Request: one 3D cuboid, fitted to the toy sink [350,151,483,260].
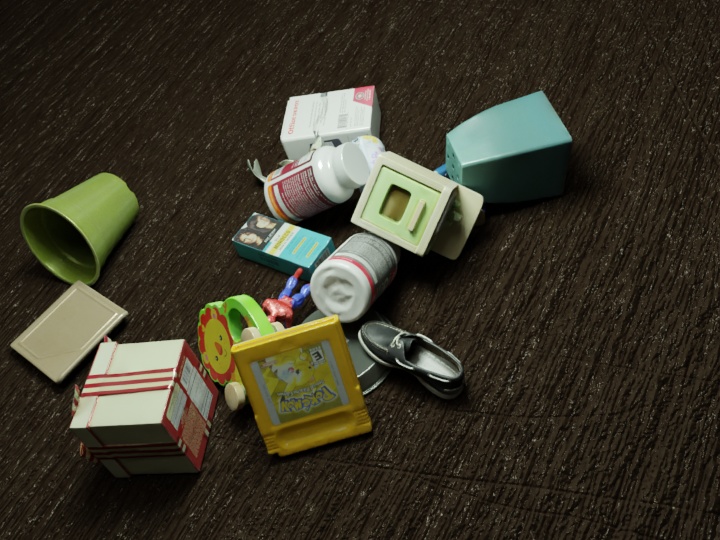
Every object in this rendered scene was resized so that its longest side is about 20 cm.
[{"bbox_3d":[0.103,-0.107,1.459,0.198,0.132,0.112,27,15,7],"label":"toy sink"}]

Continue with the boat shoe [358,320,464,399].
[{"bbox_3d":[0.082,0.133,1.338,0.199,0.061,0.074,34,60,22],"label":"boat shoe"}]

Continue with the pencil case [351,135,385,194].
[{"bbox_3d":[0.031,-0.182,1.642,0.082,0.091,0.202,-19,47,0],"label":"pencil case"}]

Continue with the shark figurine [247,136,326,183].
[{"bbox_3d":[-0.135,-0.202,1.744,0.212,0.130,0.089,-10,18,33],"label":"shark figurine"}]

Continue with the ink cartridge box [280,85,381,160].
[{"bbox_3d":[-0.061,-0.311,1.790,0.196,0.085,0.146,-5,48,13],"label":"ink cartridge box"}]

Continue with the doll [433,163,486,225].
[{"bbox_3d":[0.197,-0.174,1.605,0.134,0.049,0.202,-1,48,6],"label":"doll"}]

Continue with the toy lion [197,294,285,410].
[{"bbox_3d":[-0.215,0.121,1.399,0.068,0.202,0.192,-11,47,-37],"label":"toy lion"}]

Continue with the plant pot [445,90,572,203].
[{"bbox_3d":[0.263,-0.212,1.527,0.197,0.142,0.143,-15,52,-7],"label":"plant pot"}]

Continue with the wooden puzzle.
[{"bbox_3d":[-0.568,0.120,1.620,0.198,0.037,0.185,22,60,38],"label":"wooden puzzle"}]

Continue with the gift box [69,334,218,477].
[{"bbox_3d":[-0.362,0.213,1.358,0.183,0.202,0.186,-6,43,15],"label":"gift box"}]

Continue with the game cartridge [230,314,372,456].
[{"bbox_3d":[-0.089,0.185,1.291,0.173,0.203,0.033,-16,18,4],"label":"game cartridge"}]

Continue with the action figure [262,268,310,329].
[{"bbox_3d":[-0.134,0.077,1.461,0.064,0.100,0.200,24,22,7],"label":"action figure"}]

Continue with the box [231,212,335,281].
[{"bbox_3d":[-0.149,-0.046,1.611,0.198,0.050,0.083,19,58,31],"label":"box"}]

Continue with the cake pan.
[{"bbox_3d":[-0.035,0.132,1.424,0.197,0.037,0.202,-10,47,10],"label":"cake pan"}]

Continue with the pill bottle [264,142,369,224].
[{"bbox_3d":[-0.084,-0.172,1.610,0.198,0.113,0.114,-20,41,35],"label":"pill bottle"}]

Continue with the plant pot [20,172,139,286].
[{"bbox_3d":[-0.567,-0.104,1.727,0.197,0.202,0.191,9,41,25],"label":"plant pot"}]

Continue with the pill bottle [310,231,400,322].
[{"bbox_3d":[0.000,0.000,1.443,0.109,0.113,0.200,5,25,22],"label":"pill bottle"}]
